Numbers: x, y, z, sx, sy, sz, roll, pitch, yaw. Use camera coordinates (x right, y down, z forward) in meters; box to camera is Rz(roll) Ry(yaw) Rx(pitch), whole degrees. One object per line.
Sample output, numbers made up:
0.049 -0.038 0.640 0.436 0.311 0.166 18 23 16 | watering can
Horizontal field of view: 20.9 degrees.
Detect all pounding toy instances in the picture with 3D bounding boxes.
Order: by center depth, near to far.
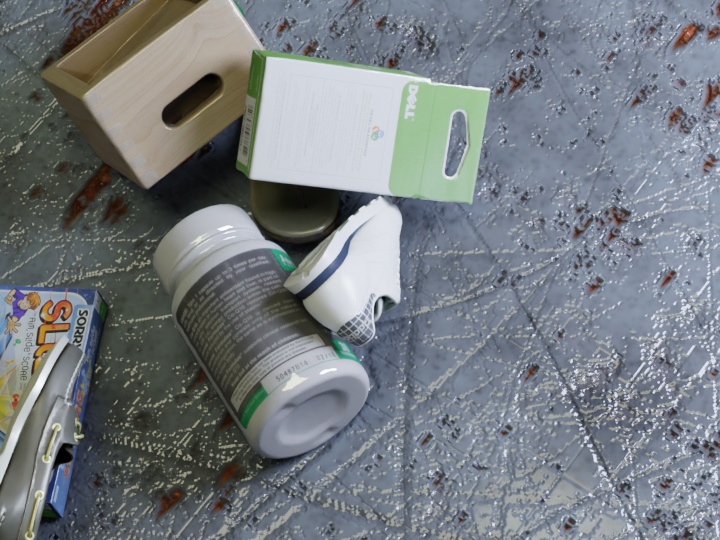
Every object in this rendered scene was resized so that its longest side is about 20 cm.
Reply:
-0.145 -0.164 1.723 0.200 0.142 0.184 -38 24 -10 | pounding toy

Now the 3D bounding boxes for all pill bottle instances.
-0.087 0.047 1.622 0.113 0.113 0.200 -31 61 -7 | pill bottle

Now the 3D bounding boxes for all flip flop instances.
-0.062 -0.111 1.735 0.081 0.058 0.201 -6 59 6 | flip flop

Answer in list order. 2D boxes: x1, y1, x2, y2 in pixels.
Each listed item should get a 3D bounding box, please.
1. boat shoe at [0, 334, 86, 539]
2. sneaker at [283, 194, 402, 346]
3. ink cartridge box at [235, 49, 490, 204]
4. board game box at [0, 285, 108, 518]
-0.262 0.145 1.591 0.060 0.072 0.202 25 54 -9 | boat shoe
0.000 0.000 1.624 0.081 0.200 0.076 45 118 -3 | sneaker
0.001 -0.121 1.657 0.199 0.059 0.104 6 100 -16 | ink cartridge box
-0.302 0.109 1.675 0.135 0.034 0.201 1 62 12 | board game box
